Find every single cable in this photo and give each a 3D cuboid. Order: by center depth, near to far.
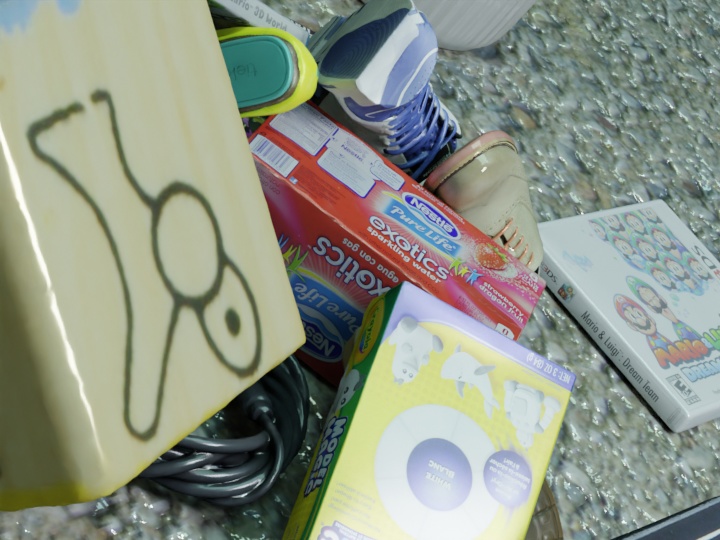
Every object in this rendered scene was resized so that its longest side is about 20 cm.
[{"bbox_3d":[-0.101,0.050,1.107,0.163,0.051,0.200,2,43,-51],"label":"cable"}]

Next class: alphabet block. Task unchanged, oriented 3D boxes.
[{"bbox_3d":[-0.167,-0.017,0.903,0.195,0.195,0.202,-34,111,-57],"label":"alphabet block"}]

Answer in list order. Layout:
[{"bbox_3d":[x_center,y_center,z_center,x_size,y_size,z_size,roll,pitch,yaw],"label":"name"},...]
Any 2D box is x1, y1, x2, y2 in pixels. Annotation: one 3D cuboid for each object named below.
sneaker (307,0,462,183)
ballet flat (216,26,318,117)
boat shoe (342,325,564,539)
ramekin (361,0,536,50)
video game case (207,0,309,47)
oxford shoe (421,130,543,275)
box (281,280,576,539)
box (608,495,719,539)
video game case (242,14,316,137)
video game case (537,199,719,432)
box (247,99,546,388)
[{"bbox_3d":[0.023,-0.106,1.275,0.115,0.081,0.199,42,-10,-14],"label":"sneaker"},{"bbox_3d":[-0.117,-0.108,1.209,0.067,0.198,0.067,-11,97,-73],"label":"ballet flat"},{"bbox_3d":[0.052,0.114,1.146,0.074,0.066,0.201,-16,81,-43],"label":"boat shoe"},{"bbox_3d":[0.063,-0.267,1.625,0.199,0.105,0.201,26,33,-18],"label":"ramekin"},{"bbox_3d":[-0.136,-0.172,1.179,0.142,0.018,0.200,15,-4,30],"label":"video game case"},{"bbox_3d":[0.089,-0.030,1.302,0.074,0.071,0.200,56,1,19],"label":"oxford shoe"},{"bbox_3d":[0.029,0.120,1.062,0.117,0.048,0.201,28,66,-15],"label":"box"},{"bbox_3d":[0.125,0.233,0.960,0.199,0.123,0.200,-8,74,-55],"label":"box"},{"bbox_3d":[-0.090,-0.127,1.351,0.199,0.036,0.182,26,34,-19],"label":"video game case"},{"bbox_3d":[0.223,0.027,1.481,0.199,0.024,0.182,-12,56,-51],"label":"video game case"},{"bbox_3d":[0.000,0.000,1.219,0.199,0.096,0.100,37,31,-1],"label":"box"}]
